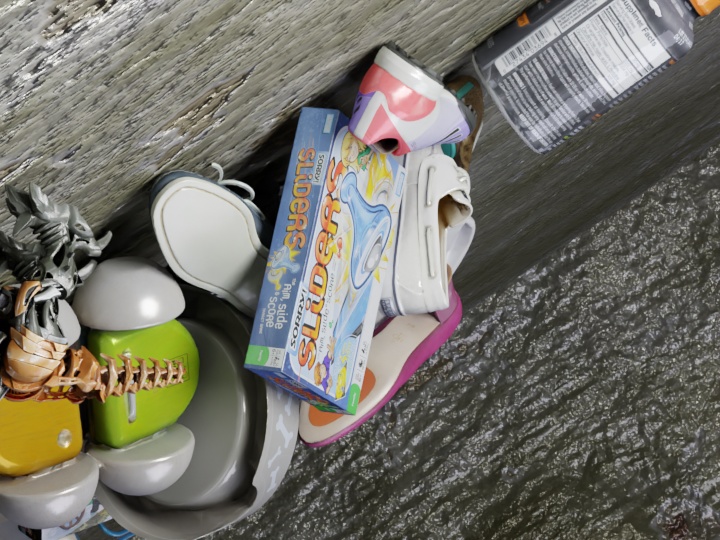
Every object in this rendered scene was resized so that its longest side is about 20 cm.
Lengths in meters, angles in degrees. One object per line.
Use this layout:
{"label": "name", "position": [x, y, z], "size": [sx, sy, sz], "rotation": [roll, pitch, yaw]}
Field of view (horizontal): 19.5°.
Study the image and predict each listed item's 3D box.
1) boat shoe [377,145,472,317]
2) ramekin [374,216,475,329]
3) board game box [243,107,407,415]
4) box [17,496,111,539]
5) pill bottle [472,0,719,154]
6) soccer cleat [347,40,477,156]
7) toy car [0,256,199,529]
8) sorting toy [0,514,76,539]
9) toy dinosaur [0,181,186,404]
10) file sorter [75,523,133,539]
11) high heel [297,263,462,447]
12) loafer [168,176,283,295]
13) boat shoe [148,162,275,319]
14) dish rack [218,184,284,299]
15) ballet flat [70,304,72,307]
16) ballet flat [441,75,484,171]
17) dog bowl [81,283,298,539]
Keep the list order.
{"label": "boat shoe", "position": [0.058, -0.056, 1.688], "size": [0.069, 0.201, 0.071], "rotation": [-1, 149, 16]}
{"label": "ramekin", "position": [0.000, 0.000, 1.817], "size": [0.202, 0.094, 0.203], "rotation": [-43, 165, -15]}
{"label": "board game box", "position": [-0.024, -0.005, 1.582], "size": [0.034, 0.202, 0.135], "rotation": [6, 166, 26]}
{"label": "box", "position": [-0.205, 0.141, 1.815], "size": [0.199, 0.038, 0.138], "rotation": [-18, 121, -40]}
{"label": "pill bottle", "position": [0.198, -0.192, 1.713], "size": [0.199, 0.107, 0.106], "rotation": [-35, 172, 13]}
{"label": "soccer cleat", "position": [0.036, -0.118, 1.599], "size": [0.073, 0.068, 0.200], "rotation": [-54, 166, 3]}
{"label": "toy car", "position": [-0.221, 0.081, 1.559], "size": [0.199, 0.177, 0.150], "rotation": [-16, -159, -33]}
{"label": "sorting toy", "position": [-0.334, 0.228, 1.836], "size": [0.199, 0.181, 0.107], "rotation": [-35, 172, 6]}
{"label": "toy dinosaur", "position": [-0.211, 0.035, 1.293], "size": [0.199, 0.137, 0.102], "rotation": [30, 146, -34]}
{"label": "file sorter", "position": [-0.237, 0.202, 2.282], "size": [0.200, 0.123, 0.138], "rotation": [-39, 170, 38]}
{"label": "high heel", "position": [0.020, 0.086, 1.765], "size": [0.200, 0.067, 0.096], "rotation": [-46, 155, -19]}
{"label": "loafer", "position": [-0.071, -0.038, 1.689], "size": [0.199, 0.071, 0.068], "rotation": [-25, 167, -21]}
{"label": "boat shoe", "position": [-0.101, -0.027, 1.557], "size": [0.075, 0.062, 0.200], "rotation": [-41, 144, 11]}
{"label": "dish rack", "position": [-0.100, -0.010, 1.846], "size": [0.200, 0.044, 0.171], "rotation": [-39, 170, 26]}
{"label": "ballet flat", "position": [-0.237, 0.061, 1.707], "size": [0.199, 0.071, 0.065], "rotation": [-29, -161, -14]}
{"label": "ballet flat", "position": [0.079, -0.124, 1.852], "size": [0.072, 0.068, 0.200], "rotation": [-51, 172, -13]}
{"label": "dog bowl", "position": [-0.132, 0.111, 1.635], "size": [0.200, 0.201, 0.058], "rotation": [-38, 156, 29]}
